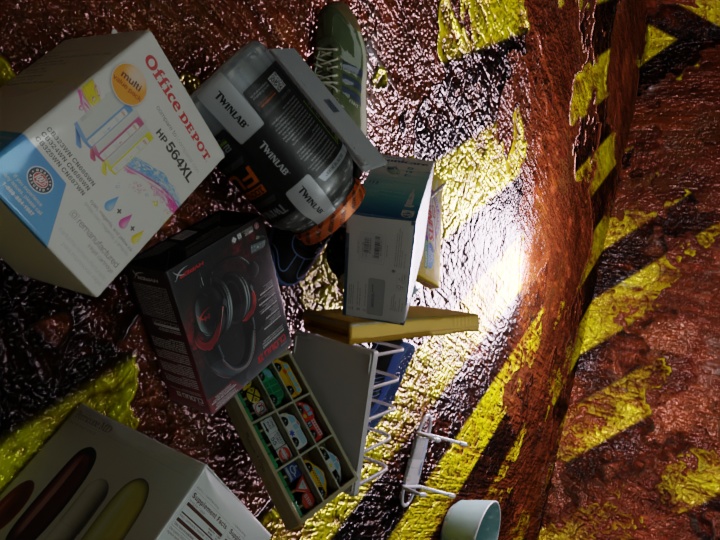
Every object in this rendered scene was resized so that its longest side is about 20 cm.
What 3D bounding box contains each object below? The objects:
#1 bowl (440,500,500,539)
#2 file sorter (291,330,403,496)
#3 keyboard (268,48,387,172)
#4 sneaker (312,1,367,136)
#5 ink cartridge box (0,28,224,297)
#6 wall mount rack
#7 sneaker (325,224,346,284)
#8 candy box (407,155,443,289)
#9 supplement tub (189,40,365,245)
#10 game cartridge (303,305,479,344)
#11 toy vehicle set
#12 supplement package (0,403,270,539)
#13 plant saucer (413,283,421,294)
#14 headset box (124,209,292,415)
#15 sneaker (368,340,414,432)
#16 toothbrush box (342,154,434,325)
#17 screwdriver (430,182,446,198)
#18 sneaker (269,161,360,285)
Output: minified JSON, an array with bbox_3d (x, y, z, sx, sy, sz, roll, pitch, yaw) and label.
[{"bbox_3d":[0.273,0.672,1.489,0.200,0.104,0.203,-22,117,-54],"label":"bowl"},{"bbox_3d":[-0.023,0.199,0.877,0.124,0.137,0.203,2,97,-59],"label":"file sorter"},{"bbox_3d":[-0.042,-0.205,0.734,0.201,0.011,0.056,52,33,8],"label":"keyboard"},{"bbox_3d":[-0.036,-0.252,0.798,0.090,0.066,0.202,-46,138,-48],"label":"sneaker"},{"bbox_3d":[-0.226,-0.102,0.491,0.201,0.124,0.129,-58,141,-30],"label":"ink cartridge box"},{"bbox_3d":[0.159,0.424,1.275,0.173,0.074,0.202,31,73,-56],"label":"wall mount rack"},{"bbox_3d":[0.000,0.000,0.916,0.073,0.071,0.201,-46,140,-26],"label":"sneaker"},{"bbox_3d":[0.101,-0.079,0.974,0.102,0.026,0.202,27,60,-48],"label":"candy box"},{"bbox_3d":[-0.091,-0.131,0.637,0.200,0.122,0.123,48,55,-21],"label":"supplement tub"},{"bbox_3d":[0.039,0.074,0.833,0.198,0.176,0.033,0,91,-25],"label":"game cartridge"},{"bbox_3d":[-0.094,0.211,0.760,0.124,0.026,0.201,-17,74,-54],"label":"toy vehicle set"},{"bbox_3d":[-0.228,0.264,0.523,0.201,0.189,0.148,-56,141,-33],"label":"supplement package"},{"bbox_3d":[0.101,-0.026,1.054,0.201,0.038,0.203,16,90,-71],"label":"plant saucer"},{"bbox_3d":[-0.164,0.052,0.674,0.148,0.074,0.202,-39,129,-46],"label":"headset box"},{"bbox_3d":[0.023,0.192,1.018,0.070,0.078,0.202,-7,125,-59],"label":"sneaker"},{"bbox_3d":[0.040,-0.048,0.771,0.201,0.084,0.148,-66,162,-56],"label":"toothbrush box"},{"bbox_3d":[0.062,-0.068,0.916,0.028,0.199,0.029,-5,63,-60],"label":"screwdriver"},{"bbox_3d":[-0.059,-0.071,0.760,0.070,0.078,0.202,22,89,-31],"label":"sneaker"}]
